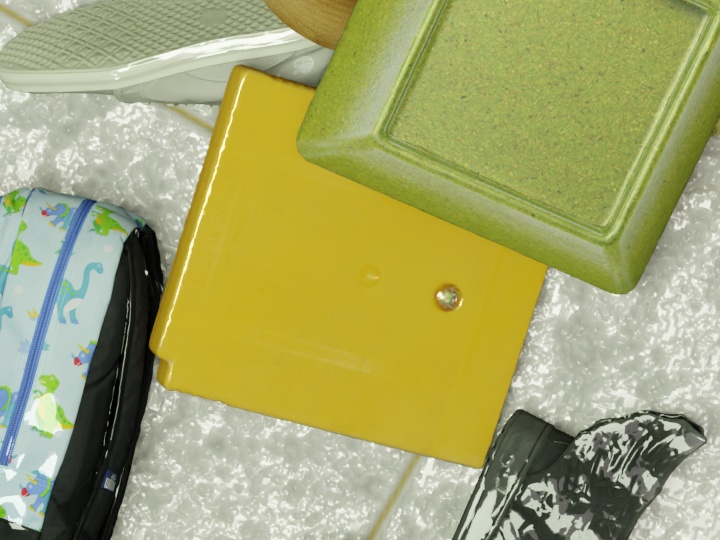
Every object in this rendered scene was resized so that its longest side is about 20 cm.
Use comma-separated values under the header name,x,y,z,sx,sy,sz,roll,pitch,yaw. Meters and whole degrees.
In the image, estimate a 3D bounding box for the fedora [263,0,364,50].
name,x,y,z,sx,sy,sz,roll,pitch,yaw
fedora,0.011,-0.213,1.364,0.200,0.082,0.201,-9,110,-24

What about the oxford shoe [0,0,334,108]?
name,x,y,z,sx,sy,sz,roll,pitch,yaw
oxford shoe,-0.101,-0.114,1.414,0.199,0.075,0.058,-6,131,8

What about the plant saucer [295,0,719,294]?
name,x,y,z,sx,sy,sz,roll,pitch,yaw
plant saucer,0.094,-0.104,1.320,0.199,0.048,0.200,23,104,-7

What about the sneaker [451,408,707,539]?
name,x,y,z,sx,sy,sz,roll,pitch,yaw
sneaker,0.103,0.156,1.417,0.104,0.060,0.200,25,94,8

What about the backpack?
name,x,y,z,sx,sy,sz,roll,pitch,yaw
backpack,-0.172,0.056,1.393,0.153,0.163,0.201,26,90,11

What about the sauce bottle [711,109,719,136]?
name,x,y,z,sx,sy,sz,roll,pitch,yaw
sauce bottle,0.194,-0.105,1.381,0.199,0.065,0.065,-11,94,4

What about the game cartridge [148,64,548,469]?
name,x,y,z,sx,sy,sz,roll,pitch,yaw
game cartridge,0.000,0.000,1.391,0.199,0.032,0.177,16,96,-18
